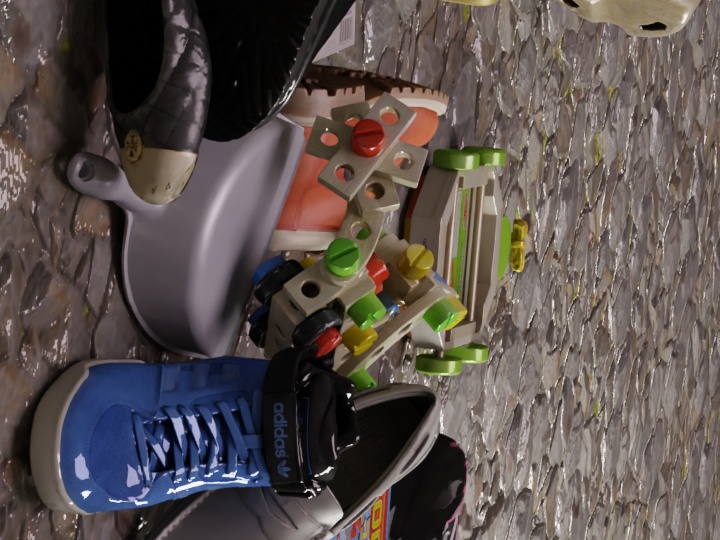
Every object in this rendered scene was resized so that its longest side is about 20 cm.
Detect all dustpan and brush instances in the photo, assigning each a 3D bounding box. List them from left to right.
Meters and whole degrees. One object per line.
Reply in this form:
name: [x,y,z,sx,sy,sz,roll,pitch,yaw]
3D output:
dustpan and brush: [-0.095,-0.032,1.287,0.200,0.057,0.140,28,82,-77]

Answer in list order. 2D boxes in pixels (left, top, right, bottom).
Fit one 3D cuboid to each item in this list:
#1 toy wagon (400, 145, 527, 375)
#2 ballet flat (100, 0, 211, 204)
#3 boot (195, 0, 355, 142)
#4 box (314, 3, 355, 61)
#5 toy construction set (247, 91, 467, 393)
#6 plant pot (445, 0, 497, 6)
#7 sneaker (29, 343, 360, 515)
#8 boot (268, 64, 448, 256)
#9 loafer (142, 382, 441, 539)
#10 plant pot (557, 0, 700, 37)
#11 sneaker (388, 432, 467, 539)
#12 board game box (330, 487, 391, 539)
toy wagon: [0.075,-0.011,1.807,0.200,0.040,0.155,-15,111,-71]
ballet flat: [-0.109,-0.130,1.192,0.057,0.066,0.200,-8,95,-43]
boot: [-0.005,-0.160,1.246,0.158,0.079,0.211,-34,168,-47]
box: [-0.053,-0.128,1.381,0.200,0.039,0.042,-36,129,-66]
toy construction set: [0.000,0.000,1.375,0.131,0.092,0.200,-34,150,-17]
plant pot: [0.039,-0.261,1.389,0.196,0.194,0.200,-55,152,-55]
sneaker: [-0.072,0.078,1.257,0.200,0.111,0.077,-4,93,-64]
boot: [-0.013,-0.065,1.486,0.200,0.075,0.107,-15,114,-61]
loafer: [-0.039,0.119,1.355,0.200,0.070,0.070,-36,173,-26]
plant pot: [0.223,-0.290,1.951,0.184,0.200,0.200,-64,156,-18]
sneaker: [0.030,0.212,1.701,0.086,0.080,0.200,86,24,-60]
board game box: [-0.042,0.201,1.507,0.196,0.056,0.200,-24,119,-68]
